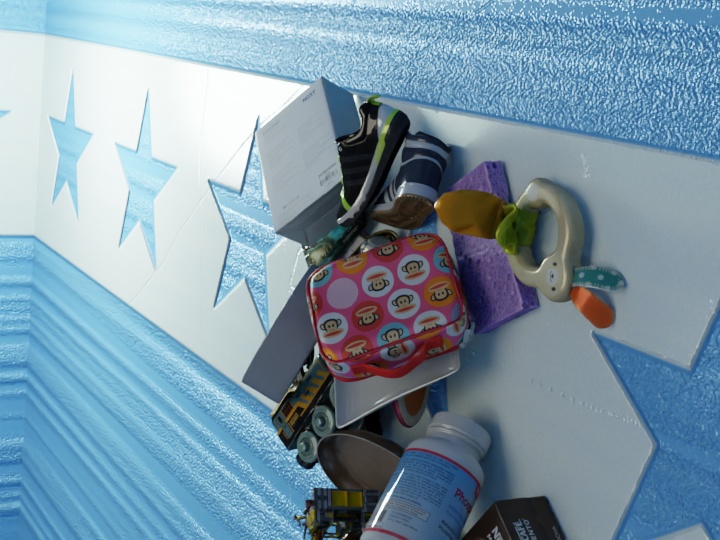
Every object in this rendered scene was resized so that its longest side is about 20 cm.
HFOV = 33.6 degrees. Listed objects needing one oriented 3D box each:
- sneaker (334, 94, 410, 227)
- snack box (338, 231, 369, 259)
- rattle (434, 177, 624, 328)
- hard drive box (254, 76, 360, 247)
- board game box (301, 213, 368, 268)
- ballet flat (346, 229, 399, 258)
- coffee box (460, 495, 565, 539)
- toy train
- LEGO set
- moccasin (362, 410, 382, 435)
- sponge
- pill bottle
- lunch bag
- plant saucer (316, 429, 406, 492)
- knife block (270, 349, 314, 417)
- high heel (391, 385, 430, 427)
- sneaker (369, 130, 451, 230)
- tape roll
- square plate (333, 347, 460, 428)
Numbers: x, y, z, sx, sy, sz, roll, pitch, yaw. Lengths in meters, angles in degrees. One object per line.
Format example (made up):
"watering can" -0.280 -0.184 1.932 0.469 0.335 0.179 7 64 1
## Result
"sneaker" 0.000 -0.155 1.651 0.083 0.072 0.200 30 120 6
"snack box" -0.024 -0.035 1.842 0.200 0.024 0.072 36 119 54
"rattle" 0.195 -0.021 1.366 0.130 0.143 0.200 -44 45 28
"hard drive box" -0.069 -0.164 1.798 0.156 0.077 0.200 -35 52 30
"board game box" -0.058 -0.107 1.858 0.135 0.028 0.200 -49 43 35
"ballet flat" 0.000 0.000 1.655 0.071 0.200 0.071 15 123 24
"coffee box" 0.170 0.376 1.460 0.200 0.080 0.113 -60 41 41
"toy train" -0.050 0.191 1.715 0.114 0.085 0.200 50 122 31
"LEGO set" -0.041 0.383 1.659 0.200 0.116 0.154 125 148 -65
"moccasin" -0.007 0.165 1.772 0.078 0.074 0.202 -24 65 42
"sponge" 0.162 -0.028 1.520 0.112 0.030 0.200 -38 59 55
"pill bottle" 0.088 0.282 1.496 0.109 0.109 0.200 -22 34 58
"lunch bag" 0.038 0.057 1.520 0.082 0.200 0.176 65 -170 -55
"plant saucer" 0.031 0.284 1.646 0.200 0.032 0.200 24 146 18
"knife block" -0.049 0.189 1.869 0.200 0.176 0.064 45 151 -13
"high heel" 0.041 0.134 1.682 0.096 0.067 0.200 -32 58 45
"sneaker" 0.069 -0.124 1.643 0.200 0.070 0.109 148 136 -73
"tape roll" -0.093 0.092 1.728 0.200 0.066 0.200 -59 0 0
"square plate" 0.048 0.099 1.604 0.198 0.028 0.200 -28 42 24
